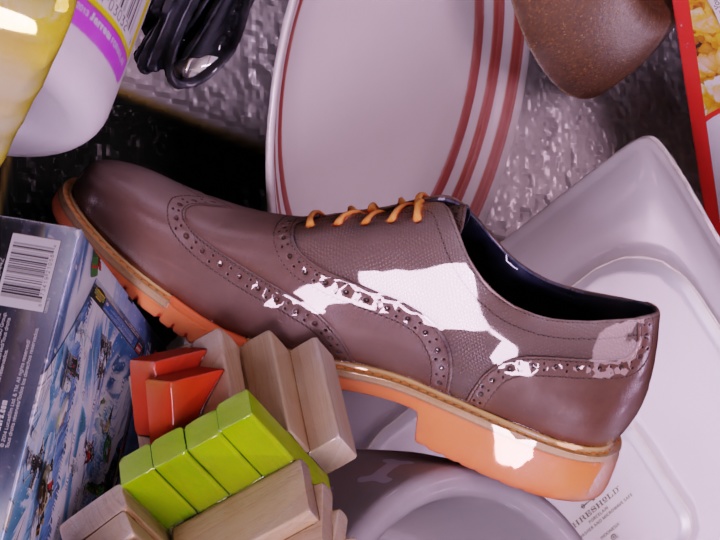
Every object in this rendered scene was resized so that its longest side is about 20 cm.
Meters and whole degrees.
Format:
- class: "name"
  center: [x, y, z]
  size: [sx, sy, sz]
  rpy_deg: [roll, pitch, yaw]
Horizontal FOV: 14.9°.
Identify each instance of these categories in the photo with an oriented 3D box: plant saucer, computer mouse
- class: "plant saucer"
  center: [0.101, -0.167, 1.068]
  size: [0.200, 0.037, 0.201]
  rpy_deg: [2, 90, -65]
- class: "computer mouse"
  center: [-0.018, -0.156, 0.908]
  size: [0.053, 0.139, 0.200]
  rpy_deg: [21, 39, -8]

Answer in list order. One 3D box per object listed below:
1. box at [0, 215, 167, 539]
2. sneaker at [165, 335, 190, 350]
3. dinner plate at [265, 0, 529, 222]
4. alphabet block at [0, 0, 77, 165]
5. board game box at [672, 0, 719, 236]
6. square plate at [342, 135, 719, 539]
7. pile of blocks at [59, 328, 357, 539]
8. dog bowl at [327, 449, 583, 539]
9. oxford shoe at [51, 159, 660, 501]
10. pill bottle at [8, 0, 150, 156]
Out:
- class: "box"
  center: [-0.108, 0.099, 0.821]
  size: [0.137, 0.040, 0.201]
  rpy_deg: [65, 36, -69]
- class: "sneaker"
  center: [-0.024, 0.118, 0.936]
  size: [0.111, 0.077, 0.201]
  rpy_deg: [15, 68, -54]
- class: "dinner plate"
  center: [0.011, -0.070, 0.984]
  size: [0.200, 0.024, 0.201]
  rpy_deg: [-39, 135, -54]
- class: "alphabet block"
  center: [-0.153, -0.139, 0.667]
  size: [0.199, 0.195, 0.197]
  rpy_deg: [20, 72, -11]
- class: "board game box"
  center: [0.175, -0.116, 1.131]
  size: [0.152, 0.046, 0.201]
  rpy_deg: [-51, 136, -53]
- class: "square plate"
  center: [0.084, 0.086, 0.991]
  size: [0.200, 0.028, 0.198]
  rpy_deg: [-36, 100, -12]
- class: "pile of blocks"
  center: [-0.054, 0.090, 0.779]
  size: [0.062, 0.082, 0.200]
  rpy_deg: [49, 42, -38]
- class: "dog bowl"
  center: [0.017, 0.151, 0.874]
  size: [0.200, 0.059, 0.201]
  rpy_deg: [12, 75, -47]
- class: "oxford shoe"
  center: [0.000, 0.000, 0.878]
  size: [0.071, 0.199, 0.073]
  rpy_deg: [-70, -177, -70]
- class: "pill bottle"
  center: [-0.097, -0.144, 0.845]
  size: [0.104, 0.104, 0.201]
  rpy_deg: [37, 62, -40]
